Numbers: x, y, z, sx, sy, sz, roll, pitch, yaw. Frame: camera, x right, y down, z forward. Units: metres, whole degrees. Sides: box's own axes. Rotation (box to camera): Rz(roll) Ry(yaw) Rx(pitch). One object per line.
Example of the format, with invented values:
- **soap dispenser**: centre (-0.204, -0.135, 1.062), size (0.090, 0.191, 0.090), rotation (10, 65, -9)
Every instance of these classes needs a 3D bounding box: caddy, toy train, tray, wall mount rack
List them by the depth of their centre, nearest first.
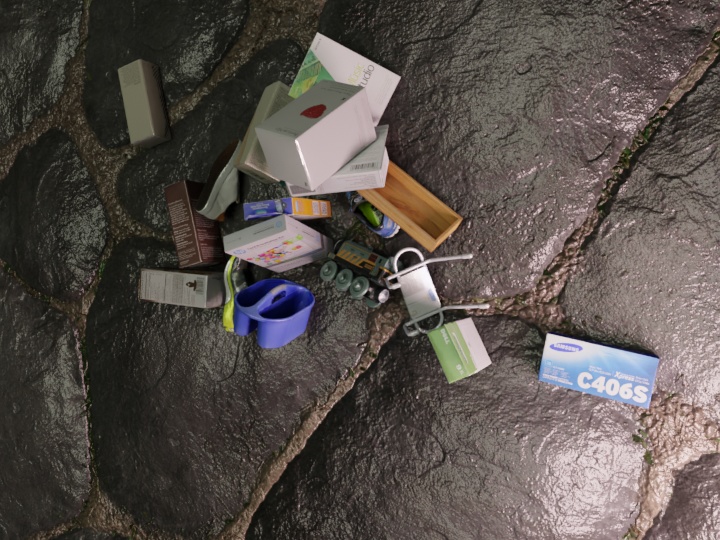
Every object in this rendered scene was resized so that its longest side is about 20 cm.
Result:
- **wall mount rack**: centre (0.150, 0.042, 1.295), size (0.173, 0.075, 0.200), rotation (-23, 113, -1)
- **tray**: centre (0.099, -0.133, 1.325), size (0.200, 0.099, 0.037), rotation (40, 145, 13)
- **toy train**: centre (0.000, 0.000, 1.371), size (0.200, 0.085, 0.114), rotation (26, 83, 46)
- **caddy**: centre (-0.189, 0.081, 1.418), size (0.141, 0.200, 0.105), rotation (24, 116, 20)

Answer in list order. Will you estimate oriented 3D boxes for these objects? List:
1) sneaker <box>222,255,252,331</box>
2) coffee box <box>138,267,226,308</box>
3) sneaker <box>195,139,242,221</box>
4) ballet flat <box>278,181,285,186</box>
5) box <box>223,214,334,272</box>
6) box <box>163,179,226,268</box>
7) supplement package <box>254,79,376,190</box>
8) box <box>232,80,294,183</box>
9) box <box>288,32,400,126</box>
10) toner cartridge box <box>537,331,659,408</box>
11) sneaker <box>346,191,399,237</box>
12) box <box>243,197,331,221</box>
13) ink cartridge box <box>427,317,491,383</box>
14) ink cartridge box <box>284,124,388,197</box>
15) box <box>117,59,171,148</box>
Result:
- **sneaker**: centre (-0.270, 0.048, 1.522), size (0.081, 0.074, 0.201), rotation (6, 100, 17)
- **coffee box**: centre (-0.415, 0.039, 1.556), size (0.200, 0.114, 0.080), rotation (5, 93, 25)
- **sneaker**: centre (-0.315, -0.210, 1.545), size (0.073, 0.085, 0.200), rotation (14, 76, 49)
- **ballet flat**: centre (-0.120, -0.213, 1.444), size (0.200, 0.069, 0.070), rotation (18, 98, 46)
- **box**: centre (-0.170, -0.054, 1.398), size (0.156, 0.200, 0.041), rotation (-17, 69, 22)
- **box**: centre (-0.396, -0.108, 1.553), size (0.075, 0.100, 0.200), rotation (-13, 85, 23)
- **supplement package**: centre (-0.084, -0.270, 1.278), size (0.121, 0.200, 0.120), rotation (23, 144, 36)
- **box**: centre (-0.193, -0.301, 1.426), size (0.078, 0.095, 0.200), rotation (5, 71, 58)
- **box**: centre (-0.034, -0.392, 1.382), size (0.200, 0.036, 0.145), rotation (26, 102, -4)
- **toner cartridge box**: centre (0.443, 0.183, 1.215), size (0.200, 0.043, 0.095), rotation (11, 94, 24)
- **sneaker**: centre (0.009, -0.160, 1.380), size (0.079, 0.089, 0.200), rotation (-41, 73, 18)
- **box**: centre (-0.159, -0.129, 1.393), size (0.119, 0.200, 0.042), rotation (-5, 89, 23)
- **ink cartridge box**: centre (0.185, 0.153, 1.243), size (0.059, 0.200, 0.104), rotation (-27, 80, 20)
- **ink cartridge box**: centre (-0.041, -0.227, 1.341), size (0.200, 0.174, 0.044), rotation (-4, 130, 14)
- **box**: centre (-0.542, -0.418, 1.633), size (0.082, 0.068, 0.200), rotation (-12, 86, 24)
